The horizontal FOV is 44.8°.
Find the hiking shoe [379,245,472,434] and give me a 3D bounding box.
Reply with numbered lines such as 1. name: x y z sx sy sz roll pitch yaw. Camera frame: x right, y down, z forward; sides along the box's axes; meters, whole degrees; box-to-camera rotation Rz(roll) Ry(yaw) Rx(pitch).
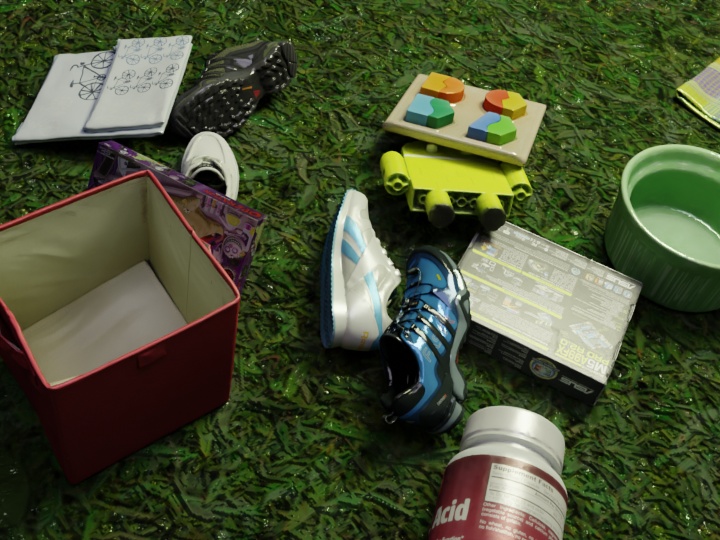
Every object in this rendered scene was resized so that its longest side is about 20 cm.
1. hiking shoe: 0.061 0.059 0.877 0.086 0.074 0.202 21 55 -36

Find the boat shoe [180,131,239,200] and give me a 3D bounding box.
1. boat shoe: -0.179 -0.099 1.012 0.071 0.066 0.201 5 50 -6

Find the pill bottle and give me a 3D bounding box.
1. pill bottle: 0.118 0.227 0.762 0.113 0.115 0.201 17 49 5

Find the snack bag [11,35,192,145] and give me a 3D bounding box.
1. snack bag: -0.319 -0.229 1.094 0.198 0.022 0.190 -2 49 9

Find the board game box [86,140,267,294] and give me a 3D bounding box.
1. board game box: -0.206 -0.044 0.931 0.199 0.121 0.032 25 24 12

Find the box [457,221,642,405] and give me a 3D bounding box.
1. box: 0.198 0.038 0.979 0.198 0.044 0.161 25 52 12

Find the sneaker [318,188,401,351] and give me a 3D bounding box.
1. sneaker: 0.000 0.000 0.963 0.080 0.077 0.202 8 56 -12

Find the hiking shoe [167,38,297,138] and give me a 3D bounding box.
1. hiking shoe: -0.177 -0.237 1.136 0.199 0.076 0.100 -38 42 -27

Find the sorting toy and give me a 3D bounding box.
1. sorting toy: 0.140 -0.206 1.134 0.183 0.037 0.200 16 34 11

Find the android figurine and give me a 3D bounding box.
1. android figurine: 0.113 -0.114 1.061 0.180 0.041 0.201 4 33 -6

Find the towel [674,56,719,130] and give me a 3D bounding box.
1. towel: 0.575 -0.268 1.313 0.199 0.023 0.144 -33 63 -31

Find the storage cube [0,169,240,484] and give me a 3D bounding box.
1. storage cube: -0.227 0.052 0.799 0.199 0.181 0.171 -26 62 -29

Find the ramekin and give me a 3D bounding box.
1. ramekin: 0.392 -0.047 1.047 0.198 0.098 0.201 5 50 -6
